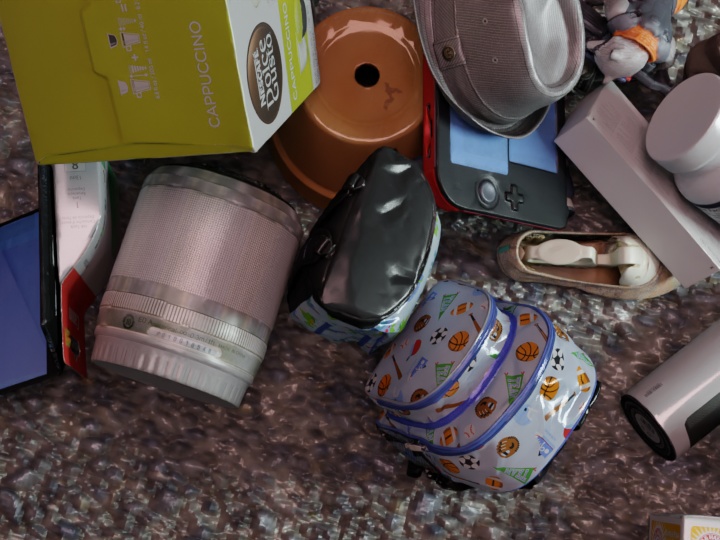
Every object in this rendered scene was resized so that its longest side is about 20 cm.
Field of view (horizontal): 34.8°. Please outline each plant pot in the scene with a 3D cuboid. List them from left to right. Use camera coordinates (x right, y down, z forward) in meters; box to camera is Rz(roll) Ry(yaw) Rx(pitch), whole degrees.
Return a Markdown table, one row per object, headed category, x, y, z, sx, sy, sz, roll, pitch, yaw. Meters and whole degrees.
| category | x | y | z | sx | sy | sz | roll | pitch | yaw |
| --- | --- | --- | --- | --- | --- | --- | --- | --- | --- |
| plant pot | 0.004 | -0.168 | 1.135 | 0.198 | 0.140 | 0.202 | 0 | 77 | -2 |

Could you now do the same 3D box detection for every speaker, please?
| category | x | y | z | sx | sy | sz | roll | pitch | yaw |
| --- | --- | --- | --- | --- | --- | --- | --- | --- | --- |
| speaker | 0.354 | 0.094 | 1.122 | 0.199 | 0.081 | 0.081 | -35 | 81 | -10 |

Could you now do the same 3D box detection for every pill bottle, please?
| category | x | y | z | sx | sy | sz | roll | pitch | yaw |
| --- | --- | --- | --- | --- | --- | --- | --- | --- | --- |
| pill bottle | 0.373 | -0.095 | 1.097 | 0.199 | 0.116 | 0.116 | 32 | 76 | -24 |

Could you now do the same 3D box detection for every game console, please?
| category | x | y | z | sx | sy | sz | roll | pitch | yaw |
| --- | --- | --- | --- | --- | --- | --- | --- | --- | --- |
| game console | 0.132 | -0.145 | 1.087 | 0.176 | 0.031 | 0.202 | 8 | 78 | -33 |

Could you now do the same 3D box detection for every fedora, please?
| category | x | y | z | sx | sy | sz | roll | pitch | yaw |
| --- | --- | --- | --- | --- | --- | --- | --- | --- | --- |
| fedora | 0.137 | -0.222 | 1.029 | 0.176 | 0.090 | 0.202 | -10 | 89 | -42 |

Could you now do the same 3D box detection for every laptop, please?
| category | x | y | z | sx | sy | sz | roll | pitch | yaw |
| --- | --- | --- | --- | --- | --- | --- | --- | --- | --- |
| laptop | -0.323 | 0.005 | 1.045 | 0.102 | 0.200 | 0.179 | -4 | 68 | -10 |

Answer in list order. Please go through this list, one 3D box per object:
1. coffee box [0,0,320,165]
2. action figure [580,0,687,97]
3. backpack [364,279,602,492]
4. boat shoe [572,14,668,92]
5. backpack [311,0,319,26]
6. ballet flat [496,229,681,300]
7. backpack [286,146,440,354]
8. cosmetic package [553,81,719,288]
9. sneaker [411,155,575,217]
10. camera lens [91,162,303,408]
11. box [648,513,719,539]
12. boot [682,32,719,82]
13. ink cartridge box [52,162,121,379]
| category | x | y | z | sx | sy | sz | roll | pitch | yaw |
| --- | --- | --- | --- | --- | --- | --- | --- | --- | --- |
| coffee box | -0.163 | -0.217 | 0.960 | 0.198 | 0.198 | 0.201 | -1 | 115 | 16 |
| action figure | 0.257 | -0.273 | 1.127 | 0.199 | 0.105 | 0.195 | 25 | 64 | -13 |
| backpack | 0.113 | 0.104 | 1.043 | 0.154 | 0.190 | 0.201 | 38 | 77 | -32 |
| boat shoe | 0.229 | -0.221 | 1.189 | 0.198 | 0.072 | 0.071 | -8 | 74 | -6 |
| backpack | -0.143 | -0.295 | 1.137 | 0.198 | 0.176 | 0.154 | -15 | 67 | -3 |
| ballet flat | 0.237 | -0.009 | 1.146 | 0.198 | 0.067 | 0.069 | 1 | 78 | -2 |
| backpack | 0.000 | 0.000 | 1.065 | 0.153 | 0.200 | 0.164 | 29 | 67 | -19 |
| cosmetic package | 0.281 | -0.084 | 1.131 | 0.200 | 0.051 | 0.083 | 47 | 42 | -9 |
| sneaker | 0.125 | -0.101 | 1.139 | 0.199 | 0.070 | 0.083 | 10 | 73 | -32 |
| camera lens | -0.151 | 0.011 | 1.078 | 0.159 | 0.160 | 0.201 | 17 | 77 | 1 |
| box | 0.323 | 0.326 | 1.050 | 0.100 | 0.113 | 0.202 | 5 | 81 | -1 |
| boot | 0.409 | -0.160 | 1.146 | 0.199 | 0.146 | 0.071 | 29 | 75 | 4 |
| ink cartridge box | -0.251 | -0.008 | 1.077 | 0.050 | 0.161 | 0.202 | -6 | 80 | -7 |
